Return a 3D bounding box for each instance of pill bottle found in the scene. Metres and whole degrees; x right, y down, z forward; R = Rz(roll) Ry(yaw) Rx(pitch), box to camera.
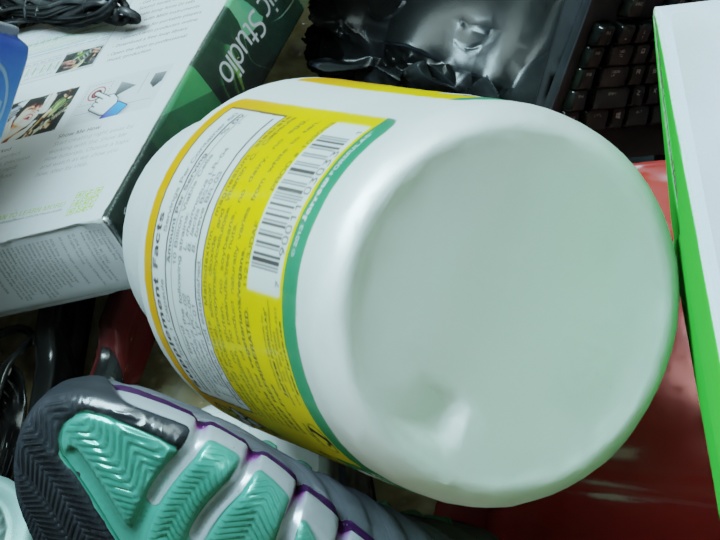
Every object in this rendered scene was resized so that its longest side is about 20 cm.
[{"bbox_3d":[0.000,0.000,0.857,0.113,0.113,0.200,-31,18,-18],"label":"pill bottle"}]

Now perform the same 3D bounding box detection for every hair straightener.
[{"bbox_3d":[-0.117,0.047,1.009,0.077,0.041,0.200,0,53,17],"label":"hair straightener"}]

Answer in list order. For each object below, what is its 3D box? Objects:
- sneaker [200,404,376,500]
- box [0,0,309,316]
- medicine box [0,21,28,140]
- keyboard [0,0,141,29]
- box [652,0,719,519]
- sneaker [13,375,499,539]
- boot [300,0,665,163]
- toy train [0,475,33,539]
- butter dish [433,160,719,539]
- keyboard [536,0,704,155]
[{"bbox_3d":[-0.035,0.119,0.916,0.087,0.075,0.200,-16,40,10],"label":"sneaker"},{"bbox_3d":[-0.100,-0.062,1.052,0.144,0.036,0.200,-11,39,35],"label":"box"},{"bbox_3d":[-0.218,-0.006,0.914,0.103,0.182,0.200,19,94,24],"label":"medicine box"},{"bbox_3d":[-0.081,-0.130,1.076,0.200,0.021,0.127,5,47,50],"label":"keyboard"},{"bbox_3d":[0.175,0.017,0.741,0.176,0.097,0.200,-7,41,4],"label":"box"},{"bbox_3d":[-0.008,0.091,0.841,0.200,0.074,0.088,35,24,-2],"label":"sneaker"},{"bbox_3d":[0.086,-0.109,1.094,0.162,0.073,0.198,20,52,31],"label":"boot"},{"bbox_3d":[-0.141,0.144,0.870,0.200,0.085,0.114,-27,52,8],"label":"toy train"},{"bbox_3d":[0.122,0.033,0.905,0.200,0.148,0.200,6,49,14],"label":"butter dish"},{"bbox_3d":[0.143,-0.098,0.979,0.200,0.127,0.021,-9,32,-42],"label":"keyboard"}]
